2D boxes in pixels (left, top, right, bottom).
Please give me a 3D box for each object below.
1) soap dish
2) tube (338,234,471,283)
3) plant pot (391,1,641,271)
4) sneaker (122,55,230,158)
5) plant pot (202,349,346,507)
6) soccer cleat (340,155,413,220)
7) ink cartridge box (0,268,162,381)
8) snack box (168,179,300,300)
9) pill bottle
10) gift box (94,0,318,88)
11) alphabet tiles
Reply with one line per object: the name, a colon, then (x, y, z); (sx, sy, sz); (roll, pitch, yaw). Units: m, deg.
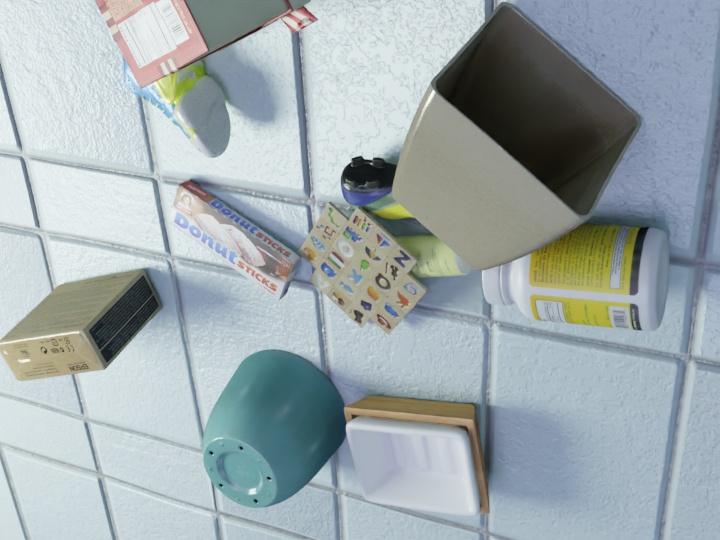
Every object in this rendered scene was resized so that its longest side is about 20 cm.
soap dish: (0.084, 0.255, 1.386); (0.196, 0.081, 0.160); (2, 120, 27)
tube: (0.049, -0.014, 1.261); (0.197, 0.052, 0.059); (-2, 84, 35)
plant pot: (0.147, -0.123, 1.058); (0.199, 0.201, 0.177); (40, 139, -1)
sneaker: (-0.242, -0.233, 1.273); (0.104, 0.075, 0.203); (-12, 106, 46)
plant pot: (-0.139, 0.246, 1.448); (0.197, 0.161, 0.204); (13, 124, 20)
soccer cleat: (0.071, -0.090, 1.205); (0.196, 0.066, 0.084); (12, 154, 16)
ink cartridge box: (-0.423, 0.082, 1.495); (0.197, 0.165, 0.076); (-10, 117, 33)
snack box: (-0.176, -0.043, 1.370); (0.198, 0.024, 0.073); (34, 130, 10)
pill bottle: (0.244, 0.004, 1.124); (0.196, 0.113, 0.114); (5, 122, 25)
gift box: (-0.166, -0.322, 1.090); (0.198, 0.186, 0.187); (-4, 117, 47)
alphabet tiles: (0.000, 0.000, 1.283); (0.166, 0.006, 0.200); (41, 146, 2)
